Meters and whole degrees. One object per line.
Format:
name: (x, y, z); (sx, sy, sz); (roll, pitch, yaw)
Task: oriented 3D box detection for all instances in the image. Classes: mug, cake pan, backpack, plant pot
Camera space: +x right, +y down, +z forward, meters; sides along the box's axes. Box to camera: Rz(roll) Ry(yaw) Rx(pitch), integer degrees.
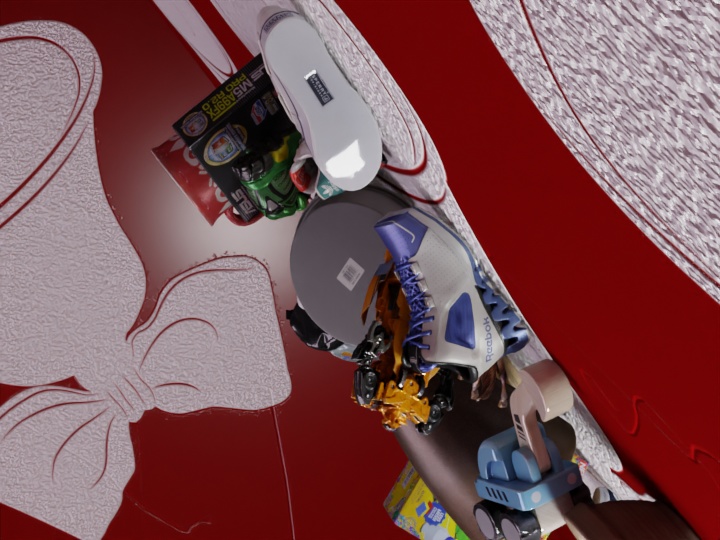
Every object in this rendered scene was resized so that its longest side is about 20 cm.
mug: (-0.165, -0.169, 1.930); (0.134, 0.200, 0.178); (49, 177, 20)
cake pan: (0.000, 0.000, 1.604); (0.201, 0.200, 0.037); (51, -146, 5)
backpack: (0.018, 0.053, 1.965); (0.199, 0.167, 0.127); (3, -128, -47)
plant pot: (0.306, 0.304, 1.440); (0.201, 0.093, 0.201); (51, 178, 2)
plant pot: (0.124, 0.194, 1.682); (0.200, 0.187, 0.187); (41, 180, -15)

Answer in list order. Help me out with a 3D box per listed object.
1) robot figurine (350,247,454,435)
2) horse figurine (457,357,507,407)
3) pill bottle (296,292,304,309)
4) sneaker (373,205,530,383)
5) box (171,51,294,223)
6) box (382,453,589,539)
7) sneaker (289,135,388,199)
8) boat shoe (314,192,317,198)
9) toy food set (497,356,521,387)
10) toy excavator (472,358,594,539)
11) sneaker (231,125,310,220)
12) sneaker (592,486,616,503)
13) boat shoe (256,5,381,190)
robot figurine: (0.050, 0.074, 1.487); (0.144, 0.202, 0.058); (29, 158, -35)
horse figurine: (0.127, 0.072, 1.565); (0.200, 0.049, 0.134); (-120, 24, -68)
pill bottle: (0.030, 0.030, 1.702); (0.198, 0.105, 0.104); (20, 171, 9)
sneaker: (0.075, 0.039, 1.416); (0.200, 0.115, 0.080); (49, 159, -11)
box: (-0.119, -0.162, 1.678); (0.044, 0.160, 0.200); (48, 175, 29)
box: (0.166, 0.287, 1.882); (0.192, 0.201, 0.122); (30, 179, -7)
sneaker: (-0.047, -0.137, 1.512); (0.070, 0.093, 0.200); (53, 177, -32)
boat shoe: (-0.032, -0.104, 1.705); (0.062, 0.074, 0.201); (11, 177, -5)
toy food set: (0.155, 0.111, 1.883); (0.200, 0.049, 0.198); (50, 177, 29)
toy excavator: (0.179, 0.193, 1.504); (0.194, 0.099, 0.202); (-1, 110, 67)
sneaker: (-0.090, -0.109, 1.587); (0.086, 0.077, 0.200); (66, -161, -14)
sneaker: (0.365, 0.377, 1.824); (0.070, 0.107, 0.202); (53, -152, -84)
boat shoe: (-0.044, -0.166, 1.343); (0.200, 0.072, 0.066); (54, 180, -34)
